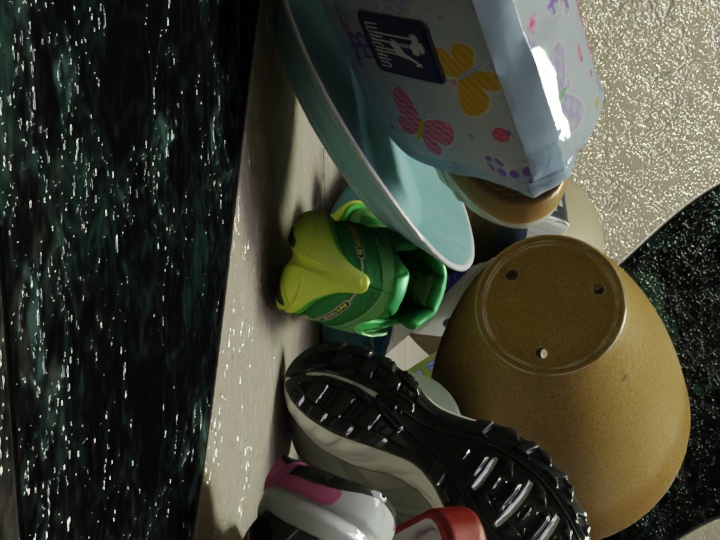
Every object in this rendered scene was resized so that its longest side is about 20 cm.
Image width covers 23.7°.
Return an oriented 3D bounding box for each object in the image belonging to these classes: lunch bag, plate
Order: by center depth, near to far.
[{"bbox_3d":[0.040,-0.152,0.839,0.201,0.126,0.170,-111,177,-51],"label":"lunch bag"},{"bbox_3d":[0.000,-0.084,0.903,0.201,0.025,0.201,54,17,-25],"label":"plate"}]

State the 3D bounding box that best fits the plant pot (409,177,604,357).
[{"bbox_3d":[0.090,-0.015,1.474,0.134,0.199,0.202,23,63,-45],"label":"plant pot"}]

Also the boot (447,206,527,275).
[{"bbox_3d":[0.066,-0.015,1.151,0.200,0.096,0.076,67,22,-76],"label":"boot"}]

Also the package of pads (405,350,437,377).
[{"bbox_3d":[0.078,0.123,1.382,0.068,0.154,0.200,55,-8,21],"label":"package of pads"}]

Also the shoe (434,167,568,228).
[{"bbox_3d":[0.068,-0.081,0.928,0.201,0.069,0.054,-109,-176,-50],"label":"shoe"}]

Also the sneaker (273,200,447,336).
[{"bbox_3d":[0.006,0.007,0.957,0.200,0.083,0.075,-26,136,-79],"label":"sneaker"}]

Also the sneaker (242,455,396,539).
[{"bbox_3d":[-0.036,0.158,0.771,0.087,0.080,0.201,-60,163,-25],"label":"sneaker"}]

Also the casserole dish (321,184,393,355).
[{"bbox_3d":[0.000,0.000,1.168,0.200,0.038,0.122,-71,161,-74],"label":"casserole dish"}]

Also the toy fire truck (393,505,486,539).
[{"bbox_3d":[0.019,0.227,0.907,0.200,0.111,0.170,-37,-120,52],"label":"toy fire truck"}]

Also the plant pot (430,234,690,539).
[{"bbox_3d":[0.126,0.059,1.118,0.200,0.184,0.188,74,18,-64],"label":"plant pot"}]

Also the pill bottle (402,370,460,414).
[{"bbox_3d":[0.027,0.156,1.104,0.201,0.110,0.112,84,9,-50],"label":"pill bottle"}]

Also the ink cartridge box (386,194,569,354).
[{"bbox_3d":[0.077,-0.055,1.293,0.200,0.043,0.199,-45,-146,40],"label":"ink cartridge box"}]

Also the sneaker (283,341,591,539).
[{"bbox_3d":[0.042,0.118,0.942,0.074,0.199,0.080,-42,157,-33],"label":"sneaker"}]
